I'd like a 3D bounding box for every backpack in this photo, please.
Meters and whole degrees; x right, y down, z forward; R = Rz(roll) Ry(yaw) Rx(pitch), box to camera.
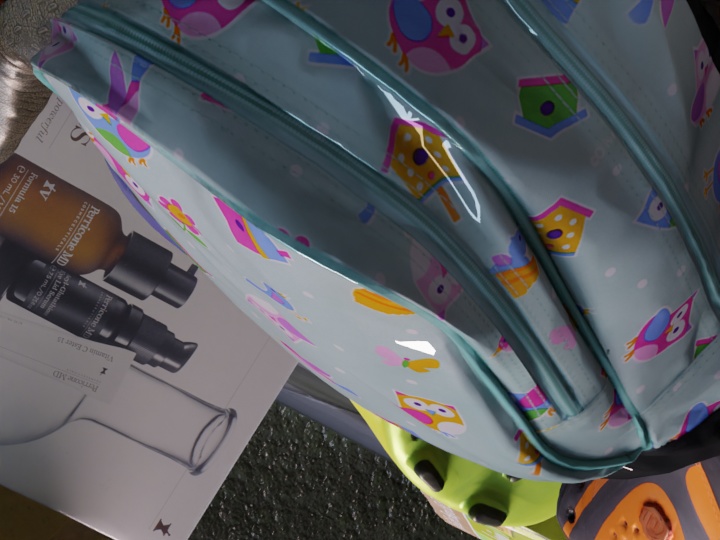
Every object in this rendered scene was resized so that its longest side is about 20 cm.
[{"bbox_3d":[0.020,-0.034,0.624,0.166,0.127,0.200,24,167,28],"label":"backpack"}]

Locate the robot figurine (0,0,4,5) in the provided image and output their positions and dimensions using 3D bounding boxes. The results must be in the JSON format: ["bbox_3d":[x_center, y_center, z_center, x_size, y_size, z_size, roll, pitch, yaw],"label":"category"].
[{"bbox_3d":[-0.216,-0.128,1.006,0.116,0.145,0.200,-8,154,36],"label":"robot figurine"}]

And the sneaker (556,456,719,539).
[{"bbox_3d":[0.071,0.014,0.773,0.077,0.112,0.201,-10,-129,-22],"label":"sneaker"}]

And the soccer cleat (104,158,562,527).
[{"bbox_3d":[0.000,-0.001,0.825,0.200,0.065,0.084,44,-172,-30],"label":"soccer cleat"}]

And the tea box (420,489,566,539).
[{"bbox_3d":[0.140,0.080,1.213,0.196,0.134,0.200,25,173,9],"label":"tea box"}]

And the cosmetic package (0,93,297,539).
[{"bbox_3d":[-0.079,-0.016,0.985,0.150,0.201,0.052,29,-174,-33],"label":"cosmetic package"}]

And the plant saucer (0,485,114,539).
[{"bbox_3d":[-0.162,0.047,1.043,0.200,0.048,0.200,50,-147,-5],"label":"plant saucer"}]

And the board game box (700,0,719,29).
[{"bbox_3d":[0.047,-0.094,0.693,0.199,0.030,0.096,27,173,5],"label":"board game box"}]

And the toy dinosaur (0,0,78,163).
[{"bbox_3d":[-0.061,-0.079,0.876,0.199,0.077,0.102,-3,153,26],"label":"toy dinosaur"}]
